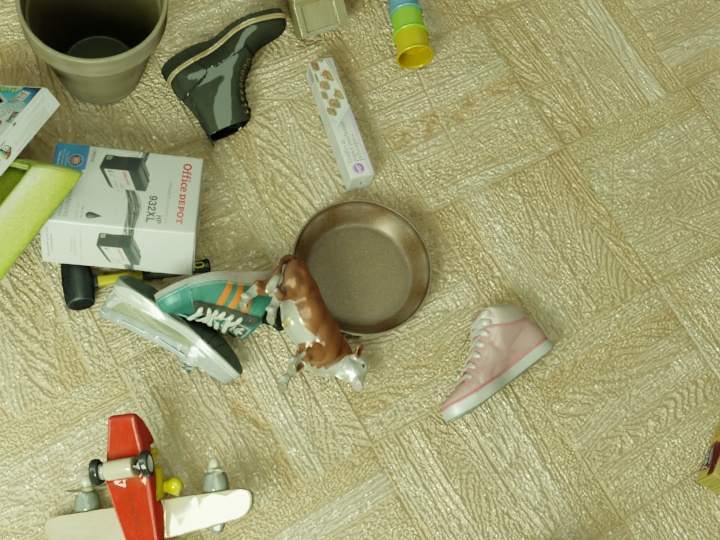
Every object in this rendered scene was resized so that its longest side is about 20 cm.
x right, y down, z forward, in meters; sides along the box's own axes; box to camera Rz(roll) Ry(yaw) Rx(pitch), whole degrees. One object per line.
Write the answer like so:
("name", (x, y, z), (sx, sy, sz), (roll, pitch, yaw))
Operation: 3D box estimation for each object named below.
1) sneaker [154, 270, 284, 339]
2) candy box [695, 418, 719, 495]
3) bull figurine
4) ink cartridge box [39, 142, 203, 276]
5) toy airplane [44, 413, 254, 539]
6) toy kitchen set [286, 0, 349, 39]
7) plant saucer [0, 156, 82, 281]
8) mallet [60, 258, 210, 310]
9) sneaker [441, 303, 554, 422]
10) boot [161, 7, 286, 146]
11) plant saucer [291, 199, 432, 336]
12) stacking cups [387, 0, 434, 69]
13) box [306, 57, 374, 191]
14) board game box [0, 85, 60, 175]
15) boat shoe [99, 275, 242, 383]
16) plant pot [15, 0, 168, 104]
("sneaker", (-0.170, 0.048, 1.385), (0.198, 0.071, 0.081), (-3, 73, -41))
("candy box", (0.572, 0.284, 1.460), (0.198, 0.057, 0.117), (31, 65, 2))
("bull figurine", (-0.069, 0.081, 1.386), (0.121, 0.065, 0.202), (-31, 93, -44))
("ink cartridge box", (-0.311, -0.082, 1.417), (0.197, 0.084, 0.146), (6, 47, -8))
("toy airplane", (-0.251, 0.287, 1.281), (0.199, 0.141, 0.200), (33, 103, -5))
("toy kitchen set", (-0.067, -0.486, 1.658), (0.161, 0.180, 0.203), (-21, 112, -14))
("plant saucer", (-0.473, -0.074, 1.353), (0.198, 0.048, 0.201), (13, 63, 43))
("mallet", (-0.302, -0.002, 1.436), (0.198, 0.041, 0.067), (-16, 69, -21))
("sneaker", (0.162, 0.117, 1.444), (0.199, 0.075, 0.105), (-33, 81, -28))
("boot", (-0.169, -0.279, 1.558), (0.199, 0.078, 0.139), (-32, 80, -7))
("plant saucer", (0.000, 0.000, 1.486), (0.197, 0.037, 0.203), (4, 67, -9))
("stacking cups", (0.070, -0.411, 1.663), (0.060, 0.061, 0.203), (-3, 65, -11))
("box", (-0.031, -0.215, 1.568), (0.038, 0.042, 0.202), (-14, 70, -15))
("board game box", (-0.495, -0.189, 1.410), (0.198, 0.035, 0.127), (11, 58, 41))
("boat shoe", (-0.242, 0.086, 1.389), (0.201, 0.074, 0.065), (35, 99, -4))
("plant pot", (-0.363, -0.325, 1.480), (0.197, 0.174, 0.203), (3, 68, -8))
